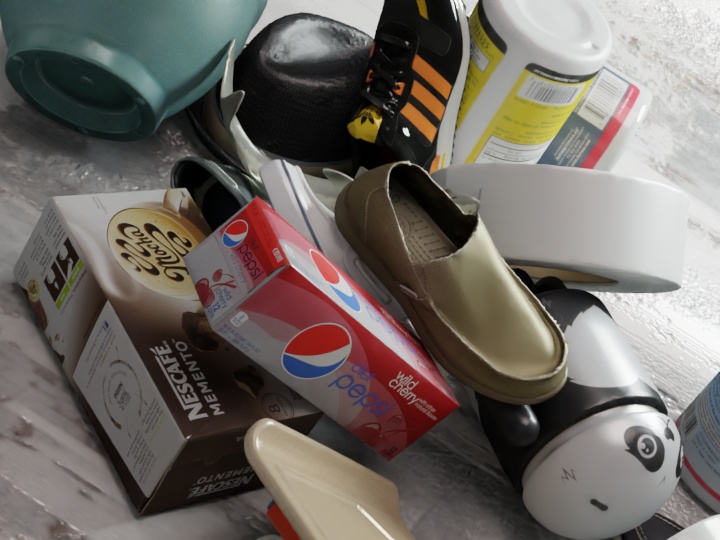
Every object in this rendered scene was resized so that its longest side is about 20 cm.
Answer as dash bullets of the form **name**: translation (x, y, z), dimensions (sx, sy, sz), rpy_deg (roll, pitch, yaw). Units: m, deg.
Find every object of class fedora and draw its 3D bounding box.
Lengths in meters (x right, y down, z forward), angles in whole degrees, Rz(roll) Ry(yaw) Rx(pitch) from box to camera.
- **fedora**: translation (-0.042, -0.147, 1.272), dimensions (0.200, 0.092, 0.201), rpy_deg (19, 41, -17)

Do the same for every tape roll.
- **tape roll**: translation (0.146, -0.030, 1.196), dimensions (0.201, 0.202, 0.071), rpy_deg (9, 85, -26)

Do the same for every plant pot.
- **plant pot**: translation (-0.183, -0.180, 1.159), dimensions (0.199, 0.200, 0.135), rpy_deg (24, 67, -11)

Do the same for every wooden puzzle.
- **wooden puzzle**: translation (0.017, 0.192, 0.938), dimensions (0.185, 0.037, 0.200), rpy_deg (35, 17, -53)

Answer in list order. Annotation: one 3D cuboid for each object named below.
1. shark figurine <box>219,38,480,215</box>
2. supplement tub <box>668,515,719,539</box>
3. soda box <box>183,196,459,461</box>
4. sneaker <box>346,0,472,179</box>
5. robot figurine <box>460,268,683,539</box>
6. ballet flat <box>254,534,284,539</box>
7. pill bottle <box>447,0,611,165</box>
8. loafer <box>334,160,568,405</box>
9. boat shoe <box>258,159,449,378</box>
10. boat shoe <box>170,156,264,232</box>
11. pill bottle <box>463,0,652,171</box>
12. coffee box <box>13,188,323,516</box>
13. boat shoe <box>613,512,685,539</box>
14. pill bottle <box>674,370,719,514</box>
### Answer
- **shark figurine**: translation (-0.024, -0.068, 1.157), dimensions (0.214, 0.128, 0.090), rpy_deg (29, 41, 0)
- **supplement tub**: translation (0.243, 0.271, 0.988), dimensions (0.131, 0.132, 0.200), rpy_deg (-12, 56, -41)
- **soda box**: translation (-0.021, 0.041, 0.989), dimensions (0.200, 0.063, 0.070), rpy_deg (41, 14, -45)
- **sneaker**: translation (0.029, -0.134, 1.207), dimensions (0.070, 0.201, 0.090), rpy_deg (23, 33, 32)
- **robot figurine**: translation (0.148, 0.093, 1.123), dimensions (0.149, 0.125, 0.201), rpy_deg (-17, 56, -14)
- **ballet flat**: translation (-0.011, 0.235, 0.917), dimensions (0.200, 0.070, 0.069), rpy_deg (47, 41, 16)
- **pill bottle**: translation (0.110, -0.136, 1.277), dimensions (0.111, 0.200, 0.112), rpy_deg (17, 43, -17)
- **loafer**: translation (0.063, 0.007, 1.044), dimensions (0.200, 0.067, 0.076), rpy_deg (43, 60, 6)
- **boat shoe**: translation (0.000, 0.000, 1.109), dimensions (0.201, 0.065, 0.074), rpy_deg (58, 2, -16)
- **boat shoe**: translation (-0.090, -0.008, 1.101), dimensions (0.062, 0.073, 0.200), rpy_deg (35, 22, -41)
- **pill bottle**: translation (0.145, -0.160, 1.394), dimensions (0.199, 0.120, 0.120), rpy_deg (33, 39, 1)
- **coffee box**: translation (-0.127, 0.047, 1.022), dimensions (0.113, 0.080, 0.200), rpy_deg (-6, 52, -42)
- **boat shoe**: translation (0.271, 0.229, 1.116), dimensions (0.200, 0.063, 0.073), rpy_deg (39, 39, 8)
- **pill bottle**: translation (0.329, 0.094, 1.187), dimensions (0.108, 0.200, 0.109), rpy_deg (18, 41, -17)
